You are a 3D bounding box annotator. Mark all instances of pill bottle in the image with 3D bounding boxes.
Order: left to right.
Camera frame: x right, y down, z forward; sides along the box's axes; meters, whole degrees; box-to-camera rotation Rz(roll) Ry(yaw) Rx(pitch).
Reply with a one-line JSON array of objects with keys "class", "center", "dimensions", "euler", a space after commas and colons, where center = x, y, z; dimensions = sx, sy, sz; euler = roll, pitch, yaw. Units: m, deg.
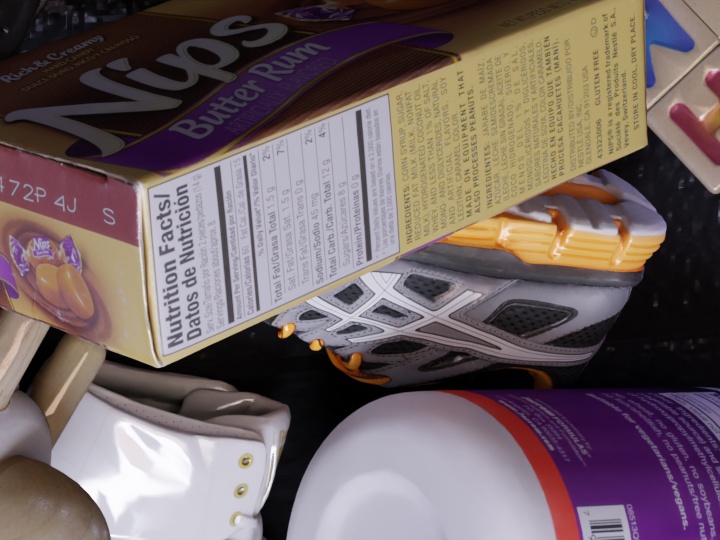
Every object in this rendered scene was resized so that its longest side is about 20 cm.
[{"class": "pill bottle", "center": [0.080, 0.095, 0.842], "dimensions": [0.200, 0.112, 0.113], "euler": [2, 108, -42]}]

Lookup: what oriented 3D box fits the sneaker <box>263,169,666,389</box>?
[{"class": "sneaker", "center": [0.000, 0.000, 0.828], "dimensions": [0.200, 0.078, 0.077], "euler": [8, 117, -17]}]

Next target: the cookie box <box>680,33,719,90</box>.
[{"class": "cookie box", "center": [0.229, -0.068, 0.845], "dimensions": [0.200, 0.075, 0.171], "euler": [-39, 88, -4]}]

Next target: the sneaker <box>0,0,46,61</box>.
[{"class": "sneaker", "center": [-0.078, -0.116, 0.768], "dimensions": [0.200, 0.075, 0.114], "euler": [8, 105, -14]}]

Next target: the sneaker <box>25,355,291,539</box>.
[{"class": "sneaker", "center": [-0.039, 0.103, 0.847], "dimensions": [0.200, 0.074, 0.116], "euler": [29, 99, -22]}]

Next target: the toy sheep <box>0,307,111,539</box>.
[{"class": "toy sheep", "center": [-0.162, 0.048, 0.761], "dimensions": [0.200, 0.138, 0.138], "euler": [26, 100, 19]}]

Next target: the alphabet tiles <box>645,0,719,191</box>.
[{"class": "alphabet tiles", "center": [0.126, -0.129, 0.795], "dimensions": [0.166, 0.006, 0.200], "euler": [-43, 83, 4]}]

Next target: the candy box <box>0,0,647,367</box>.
[{"class": "candy box", "center": [-0.024, -0.042, 0.739], "dimensions": [0.200, 0.117, 0.057], "euler": [-23, 119, -39]}]
